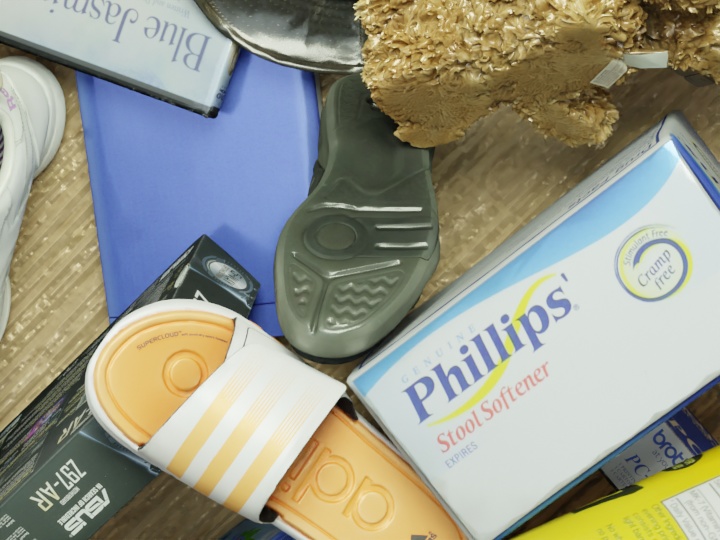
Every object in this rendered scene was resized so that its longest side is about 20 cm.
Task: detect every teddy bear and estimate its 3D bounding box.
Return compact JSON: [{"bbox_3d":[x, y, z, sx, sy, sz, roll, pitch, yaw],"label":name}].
[{"bbox_3d":[0.098,-0.118,0.867,0.199,0.145,0.067,-22,51,33],"label":"teddy bear"}]

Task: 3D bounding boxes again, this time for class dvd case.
[{"bbox_3d":[-0.108,-0.197,0.991,0.142,0.018,0.201,20,93,11],"label":"dvd case"}]

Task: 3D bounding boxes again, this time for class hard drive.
[{"bbox_3d":[-0.083,-0.062,1.022,0.131,0.025,0.201,-5,97,11],"label":"hard drive"}]

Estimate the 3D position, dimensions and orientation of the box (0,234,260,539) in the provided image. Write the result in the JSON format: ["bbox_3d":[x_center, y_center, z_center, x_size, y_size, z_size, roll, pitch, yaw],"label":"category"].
[{"bbox_3d":[-0.144,0.088,0.969,0.044,0.160,0.200,42,114,-13],"label":"box"}]

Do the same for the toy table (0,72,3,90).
[{"bbox_3d":[-0.243,-0.177,0.933,0.117,0.200,0.184,12,138,30],"label":"toy table"}]

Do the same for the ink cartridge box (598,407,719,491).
[{"bbox_3d":[0.203,0.152,0.967,0.044,0.094,0.200,-41,90,13],"label":"ink cartridge box"}]

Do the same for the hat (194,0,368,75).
[{"bbox_3d":[0.000,-0.188,0.934,0.199,0.081,0.202,-1,96,-9],"label":"hat"}]

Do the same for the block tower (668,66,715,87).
[{"bbox_3d":[0.118,-0.158,0.910,0.199,0.058,0.054,29,77,-18],"label":"block tower"}]

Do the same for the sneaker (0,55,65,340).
[{"bbox_3d":[-0.224,-0.019,1.017,0.074,0.100,0.201,19,103,5],"label":"sneaker"}]

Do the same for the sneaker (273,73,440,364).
[{"bbox_3d":[0.000,0.000,0.920,0.076,0.200,0.115,4,126,2],"label":"sneaker"}]

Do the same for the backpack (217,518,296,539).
[{"bbox_3d":[-0.014,0.187,0.968,0.199,0.183,0.147,-31,90,3],"label":"backpack"}]

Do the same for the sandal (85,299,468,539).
[{"bbox_3d":[-0.024,0.082,0.846,0.206,0.059,0.079,33,79,-12],"label":"sandal"}]

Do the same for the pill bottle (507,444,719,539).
[{"bbox_3d":[0.152,0.146,0.854,0.199,0.114,0.115,-22,94,-11],"label":"pill bottle"}]

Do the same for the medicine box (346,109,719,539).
[{"bbox_3d":[0.109,0.021,0.910,0.182,0.200,0.103,-38,90,14],"label":"medicine box"}]
